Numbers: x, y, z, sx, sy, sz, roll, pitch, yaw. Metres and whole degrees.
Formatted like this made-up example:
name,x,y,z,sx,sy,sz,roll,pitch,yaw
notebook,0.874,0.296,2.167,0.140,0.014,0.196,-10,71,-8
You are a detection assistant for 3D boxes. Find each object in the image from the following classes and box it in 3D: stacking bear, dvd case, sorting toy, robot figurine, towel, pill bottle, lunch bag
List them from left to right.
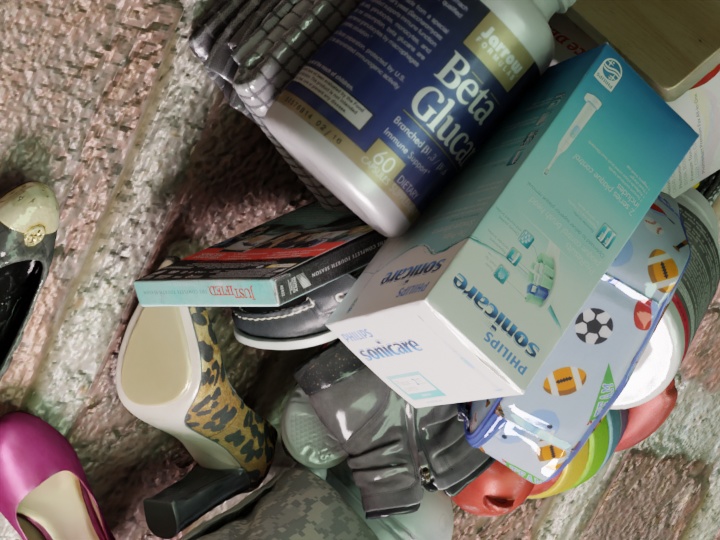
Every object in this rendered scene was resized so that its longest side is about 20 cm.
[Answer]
name,x,y,z,sx,sy,sz,roll,pitch,yaw
lunch bag,-0.065,0.241,1.439,0.199,0.169,0.139,-28,172,-41
dvd case,-0.028,-0.019,1.368,0.199,0.145,0.022,-27,107,-39
robot figurine,-0.009,0.208,1.593,0.200,0.113,0.170,-47,127,-3
towel,0.001,-0.157,1.355,0.200,0.085,0.166,-48,141,-4
pill bottle,0.045,-0.128,1.265,0.200,0.111,0.111,-49,139,-3
stacking bear,0.132,0.122,1.613,0.199,0.121,0.114,-27,151,-50
lunch bag,0.131,0.032,1.370,0.075,0.161,0.201,30,109,-11
pill bottle,0.200,0.008,1.539,0.200,0.110,0.112,-50,155,-57
sorting toy,0.206,-0.223,1.408,0.198,0.200,0.070,-39,155,-11

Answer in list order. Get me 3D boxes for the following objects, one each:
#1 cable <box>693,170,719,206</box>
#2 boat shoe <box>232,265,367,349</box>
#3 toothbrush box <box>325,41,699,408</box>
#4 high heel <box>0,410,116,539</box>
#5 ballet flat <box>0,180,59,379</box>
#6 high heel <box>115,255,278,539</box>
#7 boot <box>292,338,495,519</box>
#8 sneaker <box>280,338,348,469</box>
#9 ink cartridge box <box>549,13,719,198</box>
name,x,y,z,sx,sy,sz,roll,pitch,yaw
cable,0.284,-0.066,1.692,0.199,0.050,0.098,-35,130,-14
boat shoe,0.000,0.000,1.435,0.198,0.076,0.061,-16,126,11
toothbrush box,0.088,-0.023,1.263,0.085,0.146,0.200,43,68,-14
high heel,-0.190,0.178,1.422,0.067,0.096,0.201,-37,138,-14
ballet flat,-0.227,0.038,1.315,0.066,0.057,0.201,5,116,-44
high heel,-0.103,0.070,1.468,0.142,0.071,0.202,-31,127,-55
boot,0.062,0.078,1.477,0.199,0.132,0.070,-31,-179,-9
sneaker,-0.001,0.056,1.535,0.200,0.077,0.082,-52,-175,-19
ink cartridge box,0.197,-0.138,1.505,0.199,0.128,0.126,-32,135,-19
